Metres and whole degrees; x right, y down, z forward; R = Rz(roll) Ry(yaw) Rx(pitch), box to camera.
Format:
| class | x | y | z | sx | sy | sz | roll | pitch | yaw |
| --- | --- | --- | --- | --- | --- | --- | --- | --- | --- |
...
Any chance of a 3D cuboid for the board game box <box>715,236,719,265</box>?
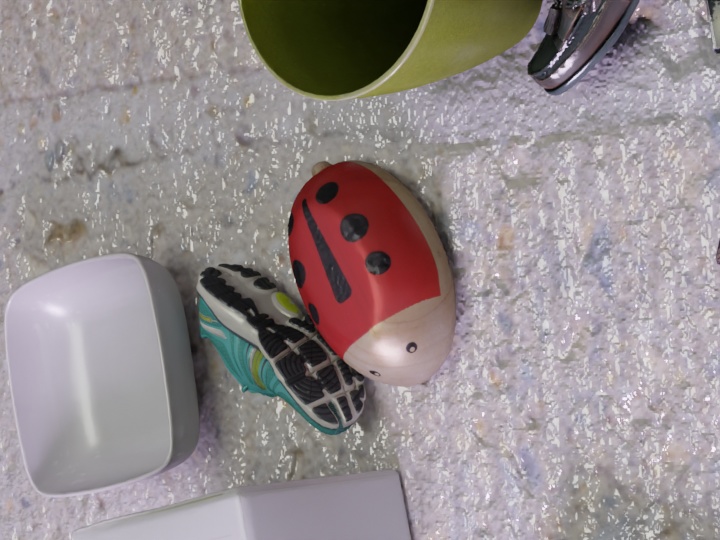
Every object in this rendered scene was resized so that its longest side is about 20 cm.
| class | x | y | z | sx | sy | sz | roll | pitch | yaw |
| --- | --- | --- | --- | --- | --- | --- | --- | --- | --- |
| board game box | 0.354 | -0.058 | 1.399 | 0.199 | 0.097 | 0.160 | 16 | 101 | 38 |

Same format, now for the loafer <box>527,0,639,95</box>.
| class | x | y | z | sx | sy | sz | roll | pitch | yaw |
| --- | --- | --- | --- | --- | --- | --- | --- | --- | --- |
| loafer | 0.176 | -0.220 | 1.551 | 0.200 | 0.063 | 0.072 | -52 | 25 | 22 |

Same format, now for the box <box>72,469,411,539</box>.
| class | x | y | z | sx | sy | sz | roll | pitch | yaw |
| --- | --- | --- | --- | --- | --- | --- | --- | --- | --- |
| box | -0.085 | 0.263 | 1.698 | 0.199 | 0.199 | 0.172 | -17 | 80 | 38 |

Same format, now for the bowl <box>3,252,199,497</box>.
| class | x | y | z | sx | sy | sz | roll | pitch | yaw |
| --- | --- | --- | --- | --- | --- | --- | --- | --- | --- |
| bowl | -0.219 | 0.091 | 1.886 | 0.199 | 0.074 | 0.201 | -15 | 82 | 38 |

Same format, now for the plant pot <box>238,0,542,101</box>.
| class | x | y | z | sx | sy | sz | roll | pitch | yaw |
| --- | --- | --- | --- | --- | --- | --- | --- | --- | --- |
| plant pot | 0.044 | -0.214 | 1.584 | 0.186 | 0.200 | 0.188 | 1 | 91 | 40 |

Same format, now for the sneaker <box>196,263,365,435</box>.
| class | x | y | z | sx | sy | sz | roll | pitch | yaw |
| --- | --- | --- | --- | --- | --- | --- | --- | --- | --- |
| sneaker | -0.067 | 0.073 | 1.777 | 0.200 | 0.077 | 0.080 | 43 | 136 | 36 |

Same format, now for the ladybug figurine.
| class | x | y | z | sx | sy | sz | roll | pitch | yaw |
| --- | --- | --- | --- | --- | --- | --- | --- | --- | --- |
| ladybug figurine | 0.000 | 0.000 | 1.706 | 0.136 | 0.072 | 0.201 | -42 | 66 | 32 |

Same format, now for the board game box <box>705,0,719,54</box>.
| class | x | y | z | sx | sy | sz | roll | pitch | yaw |
| --- | --- | --- | --- | --- | --- | --- | --- | --- | --- |
| board game box | 0.290 | -0.259 | 1.462 | 0.135 | 0.028 | 0.201 | -11 | 84 | 16 |
